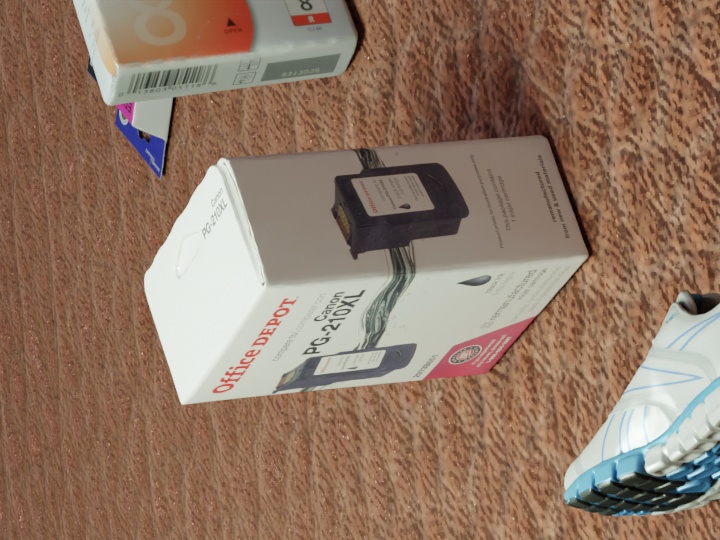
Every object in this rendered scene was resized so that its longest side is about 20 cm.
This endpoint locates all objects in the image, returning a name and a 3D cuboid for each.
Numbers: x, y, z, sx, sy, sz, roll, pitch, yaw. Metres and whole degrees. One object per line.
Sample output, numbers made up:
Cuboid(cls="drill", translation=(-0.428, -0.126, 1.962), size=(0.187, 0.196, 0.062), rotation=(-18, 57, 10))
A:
Cuboid(cls="sneaker", translation=(0.164, 0.059, 1.382), size=(0.200, 0.075, 0.087), rotation=(-41, 50, 49))
Cuboid(cls="ink cartridge box", translation=(0.000, 0.000, 1.537), size=(0.145, 0.200, 0.084), rotation=(-54, 48, 53))
Cuboid(cls="ink cartridge box", translation=(-0.106, -0.205, 1.754), size=(0.050, 0.162, 0.200), rotation=(119, 137, -58))
Cuboid(cls="ink cartridge box", translation=(-0.160, -0.174, 2.013), size=(0.095, 0.037, 0.200), rotation=(48, 138, 50))
